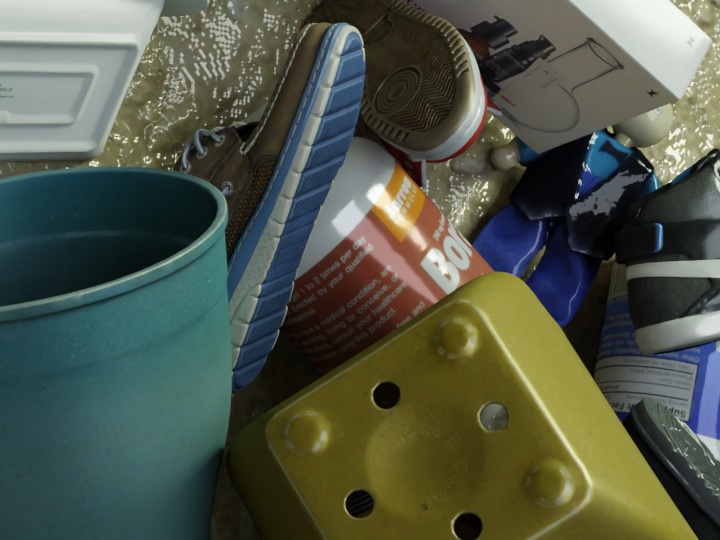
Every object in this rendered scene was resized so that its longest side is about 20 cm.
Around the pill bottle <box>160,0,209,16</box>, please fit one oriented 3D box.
[{"bbox_3d":[-0.105,-0.243,1.188,0.110,0.110,0.202,16,77,-36],"label":"pill bottle"}]

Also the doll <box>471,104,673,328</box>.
[{"bbox_3d":[0.132,-0.031,1.365,0.136,0.049,0.201,31,71,11],"label":"doll"}]

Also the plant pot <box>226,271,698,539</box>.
[{"bbox_3d":[0.045,0.116,1.077,0.195,0.200,0.195,-33,68,0],"label":"plant pot"}]

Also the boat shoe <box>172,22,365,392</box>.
[{"bbox_3d":[-0.060,-0.040,1.143,0.201,0.072,0.072,-68,165,13],"label":"boat shoe"}]

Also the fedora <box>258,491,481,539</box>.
[{"bbox_3d":[0.040,0.182,1.247,0.200,0.200,0.082,-35,140,-34],"label":"fedora"}]

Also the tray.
[{"bbox_3d":[-0.189,-0.092,1.116,0.199,0.022,0.108,-4,132,-43],"label":"tray"}]

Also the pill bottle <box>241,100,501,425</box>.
[{"bbox_3d":[0.000,0.000,1.243,0.200,0.112,0.112,47,60,-16],"label":"pill bottle"}]

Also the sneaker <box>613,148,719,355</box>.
[{"bbox_3d":[0.248,-0.024,1.335,0.198,0.073,0.113,-12,85,-17],"label":"sneaker"}]

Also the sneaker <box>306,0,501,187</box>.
[{"bbox_3d":[0.043,-0.087,1.252,0.071,0.200,0.113,-40,121,2],"label":"sneaker"}]

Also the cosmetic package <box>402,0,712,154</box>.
[{"bbox_3d":[0.081,-0.160,1.281,0.200,0.151,0.052,39,63,-16],"label":"cosmetic package"}]

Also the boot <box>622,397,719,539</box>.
[{"bbox_3d":[0.138,0.186,1.305,0.199,0.066,0.165,-37,118,14],"label":"boot"}]

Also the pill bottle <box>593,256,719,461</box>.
[{"bbox_3d":[0.199,0.080,1.400,0.112,0.112,0.202,20,74,-35],"label":"pill bottle"}]

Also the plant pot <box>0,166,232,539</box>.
[{"bbox_3d":[-0.149,0.070,1.090,0.199,0.199,0.190,-24,115,-36],"label":"plant pot"}]
